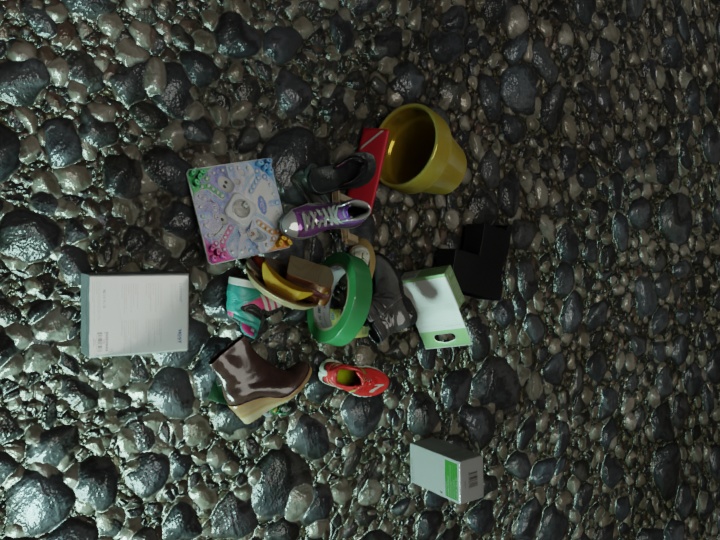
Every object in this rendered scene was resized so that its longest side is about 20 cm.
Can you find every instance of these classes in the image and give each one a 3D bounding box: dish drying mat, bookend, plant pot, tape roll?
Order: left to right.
[{"bbox_3d":[-0.049,0.064,1.672,0.047,0.199,0.205,15,85,-32],"label":"tape roll"},{"bbox_3d":[0.015,-0.236,1.769,0.018,0.075,0.205,23,80,-61],"label":"dish drying mat"},{"bbox_3d":[0.155,-0.269,1.801,0.187,0.198,0.205,19,83,-48],"label":"plant pot"},{"bbox_3d":[0.280,-0.039,1.950,0.197,0.091,0.204,12,85,-32],"label":"bookend"}]

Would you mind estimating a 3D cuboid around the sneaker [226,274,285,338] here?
[{"bbox_3d":[-0.210,0.089,1.636,0.197,0.083,0.123,15,88,-37],"label":"sneaker"}]

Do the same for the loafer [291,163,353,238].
[{"bbox_3d":[-0.085,-0.154,1.727,0.202,0.062,0.072,58,33,-27],"label":"loafer"}]

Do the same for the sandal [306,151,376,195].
[{"bbox_3d":[-0.030,-0.217,1.684,0.198,0.048,0.077,-27,93,-37],"label":"sandal"}]

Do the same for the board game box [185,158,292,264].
[{"bbox_3d":[-0.253,-0.131,1.599,0.197,0.026,0.204,-14,88,-33],"label":"board game box"}]

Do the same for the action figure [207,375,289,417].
[{"bbox_3d":[-0.231,0.269,1.656,0.199,0.054,0.120,37,71,-34],"label":"action figure"}]

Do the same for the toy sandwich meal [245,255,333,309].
[{"bbox_3d":[-0.149,0.011,1.608,0.202,0.206,0.071,18,113,-33],"label":"toy sandwich meal"}]

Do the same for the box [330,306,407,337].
[{"bbox_3d":[0.022,0.118,1.813,0.196,0.050,0.077,-6,96,-33],"label":"box"}]

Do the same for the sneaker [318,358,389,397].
[{"bbox_3d":[-0.006,0.263,1.783,0.197,0.084,0.079,14,86,-33],"label":"sneaker"}]

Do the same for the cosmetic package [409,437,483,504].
[{"bbox_3d":[0.213,0.496,1.878,0.083,0.198,0.110,-5,93,-34],"label":"cosmetic package"}]

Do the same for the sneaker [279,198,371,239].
[{"bbox_3d":[-0.073,-0.119,1.611,0.196,0.114,0.074,-14,89,-18],"label":"sneaker"}]

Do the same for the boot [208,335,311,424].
[{"bbox_3d":[-0.207,0.207,1.591,0.198,0.072,0.169,-34,113,-24],"label":"boot"}]

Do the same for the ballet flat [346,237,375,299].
[{"bbox_3d":[0.000,0.000,1.735,0.063,0.067,0.204,75,13,-59],"label":"ballet flat"}]

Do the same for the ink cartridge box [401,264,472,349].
[{"bbox_3d":[0.191,0.093,1.866,0.048,0.143,0.203,-47,119,-46],"label":"ink cartridge box"}]

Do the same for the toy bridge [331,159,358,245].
[{"bbox_3d":[-0.037,-0.157,1.717,0.067,0.027,0.205,19,62,-50],"label":"toy bridge"}]

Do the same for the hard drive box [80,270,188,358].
[{"bbox_3d":[-0.443,0.083,1.483,0.196,0.076,0.160,0,94,-33],"label":"hard drive box"}]

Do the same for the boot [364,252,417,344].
[{"bbox_3d":[0.041,0.061,1.768,0.130,0.070,0.202,-20,72,-31],"label":"boot"}]
